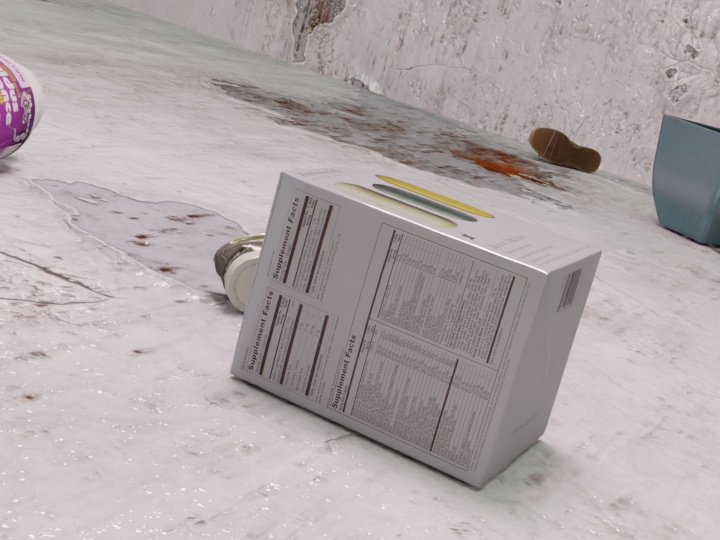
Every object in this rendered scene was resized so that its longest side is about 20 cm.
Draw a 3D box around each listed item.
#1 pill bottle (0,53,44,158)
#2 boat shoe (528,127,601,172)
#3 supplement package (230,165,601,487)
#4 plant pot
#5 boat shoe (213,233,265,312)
[{"bbox_3d":[-0.386,-0.160,1.189,0.111,0.114,0.200,17,14,2],"label":"pill bottle"},{"bbox_3d":[0.464,-0.278,2.790,0.198,0.074,0.063,22,3,-26],"label":"boat shoe"},{"bbox_3d":[0.042,0.028,0.856,0.198,0.152,0.151,21,15,21],"label":"supplement package"},{"bbox_3d":[0.654,-0.155,2.222,0.194,0.202,0.195,8,16,-33],"label":"plant pot"},{"bbox_3d":[-0.030,0.004,1.044,0.200,0.073,0.060,5,22,-29],"label":"boat shoe"}]
